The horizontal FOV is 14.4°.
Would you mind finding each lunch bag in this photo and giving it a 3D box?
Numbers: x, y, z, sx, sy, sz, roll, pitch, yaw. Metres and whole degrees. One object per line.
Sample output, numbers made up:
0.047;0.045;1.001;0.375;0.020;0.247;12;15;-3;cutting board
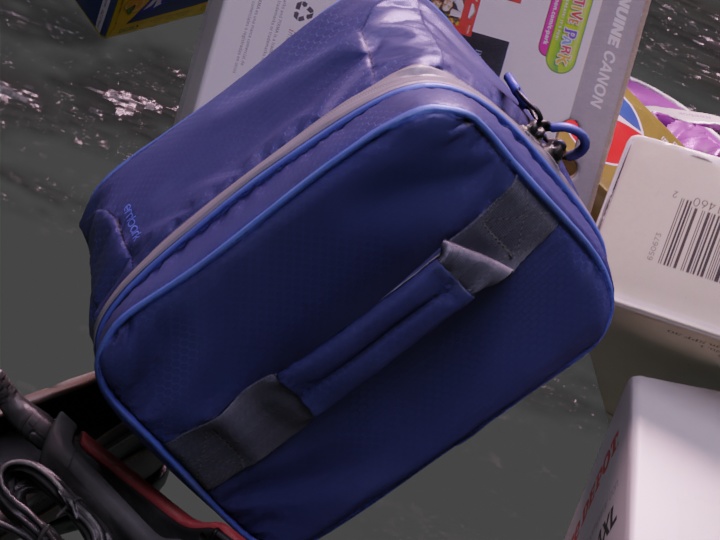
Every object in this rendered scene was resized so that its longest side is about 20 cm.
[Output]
0.000;0.000;1.064;0.136;0.200;0.132;46;15;-28;lunch bag

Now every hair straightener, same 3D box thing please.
-0.087;0.099;1.039;0.200;0.041;0.077;42;35;21;hair straightener

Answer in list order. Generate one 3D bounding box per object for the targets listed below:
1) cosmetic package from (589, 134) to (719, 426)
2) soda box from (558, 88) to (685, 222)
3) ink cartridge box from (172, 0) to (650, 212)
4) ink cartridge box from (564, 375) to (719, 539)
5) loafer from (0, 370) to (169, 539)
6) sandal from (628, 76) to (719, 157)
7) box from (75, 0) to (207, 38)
0.153;0.023;1.173;0.103;0.200;0.073;18;74;16;cosmetic package
0.067;-0.076;1.299;0.200;0.064;0.068;45;43;-2;soda box
0.014;-0.066;1.211;0.175;0.201;0.084;16;6;-9;ink cartridge box
0.121;0.164;1.088;0.084;0.146;0.201;11;47;-5;ink cartridge box
-0.157;0.081;1.108;0.199;0.063;0.072;-22;62;-35;loafer
0.170;-0.044;1.357;0.202;0.050;0.082;38;47;10;sandal
-0.138;-0.207;1.368;0.070;0.064;0.200;-18;59;-34;box
